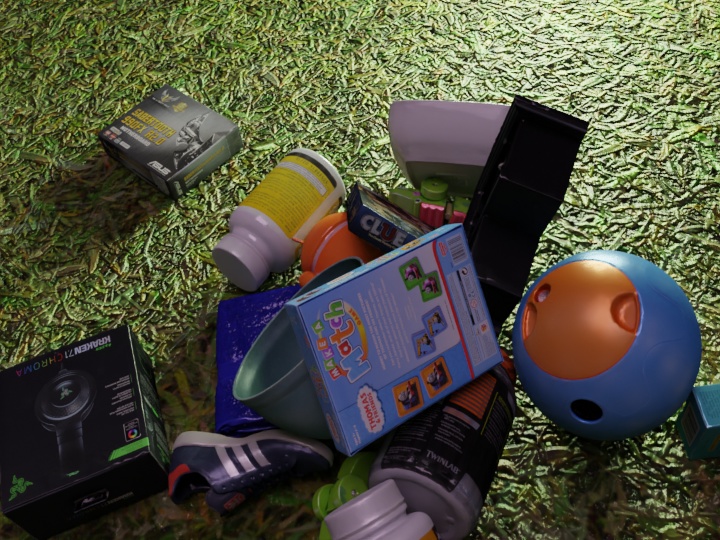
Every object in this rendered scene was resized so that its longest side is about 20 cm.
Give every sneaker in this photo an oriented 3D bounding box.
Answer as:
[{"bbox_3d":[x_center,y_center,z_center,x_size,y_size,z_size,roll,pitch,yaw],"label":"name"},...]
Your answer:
[{"bbox_3d":[-0.126,0.233,0.832,0.196,0.076,0.086,-6,48,17],"label":"sneaker"}]

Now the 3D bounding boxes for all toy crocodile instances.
[{"bbox_3d":[-0.020,0.284,0.774,0.061,0.067,0.203,27,53,-17],"label":"toy crocodile"},{"bbox_3d":[0.133,-0.077,1.020,0.196,0.069,0.062,13,38,4],"label":"toy crocodile"}]

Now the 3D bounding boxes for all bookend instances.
[{"bbox_3d":[0.170,-0.055,0.868,0.090,0.200,0.203,21,67,4],"label":"bookend"}]

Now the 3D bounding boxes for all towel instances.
[{"bbox_3d":[-0.116,0.109,0.942,0.144,0.050,0.203,-9,51,0],"label":"towel"}]

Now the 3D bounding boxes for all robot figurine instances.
[{"bbox_3d":[0.001,0.000,0.970,0.199,0.117,0.144,37,81,30],"label":"robot figurine"}]

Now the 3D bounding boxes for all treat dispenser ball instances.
[{"bbox_3d":[0.265,0.080,0.807,0.196,0.203,0.204,-4,51,5],"label":"treat dispenser ball"}]

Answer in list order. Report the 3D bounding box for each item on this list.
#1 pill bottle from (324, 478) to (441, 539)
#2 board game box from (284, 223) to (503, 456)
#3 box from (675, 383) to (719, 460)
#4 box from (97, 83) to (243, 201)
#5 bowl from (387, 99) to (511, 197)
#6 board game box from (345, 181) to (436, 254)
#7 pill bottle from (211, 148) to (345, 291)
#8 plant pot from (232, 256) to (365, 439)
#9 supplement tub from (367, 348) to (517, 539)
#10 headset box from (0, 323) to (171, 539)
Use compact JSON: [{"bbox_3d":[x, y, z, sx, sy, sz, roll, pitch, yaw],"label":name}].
[{"bbox_3d":[0.043,0.304,0.680,0.108,0.109,0.203,-25,78,-12],"label":"pill bottle"},{"bbox_3d":[0.039,0.062,0.723,0.197,0.154,0.036,-25,13,-27],"label":"board game box"},{"bbox_3d":[0.453,0.155,0.797,0.195,0.083,0.050,-7,51,3],"label":"box"},{"bbox_3d":[-0.317,-0.218,1.234,0.198,0.049,0.158,33,63,29],"label":"box"},{"bbox_3d":[0.136,-0.160,1.040,0.195,0.200,0.076,7,78,14],"label":"bowl"},{"bbox_3d":[0.046,-0.049,0.911,0.134,0.035,0.200,31,11,-10],"label":"board game box"},{"bbox_3d":[-0.116,-0.070,1.044,0.110,0.112,0.201,23,58,25],"label":"pill bottle"},{"bbox_3d":[-0.025,0.105,0.816,0.200,0.134,0.201,-41,17,15],"label":"plant pot"},{"bbox_3d":[0.097,0.174,0.799,0.120,0.124,0.201,16,45,20],"label":"supplement tub"},{"bbox_3d":[-0.328,0.194,0.879,0.171,0.094,0.202,-19,52,-6],"label":"headset box"}]
